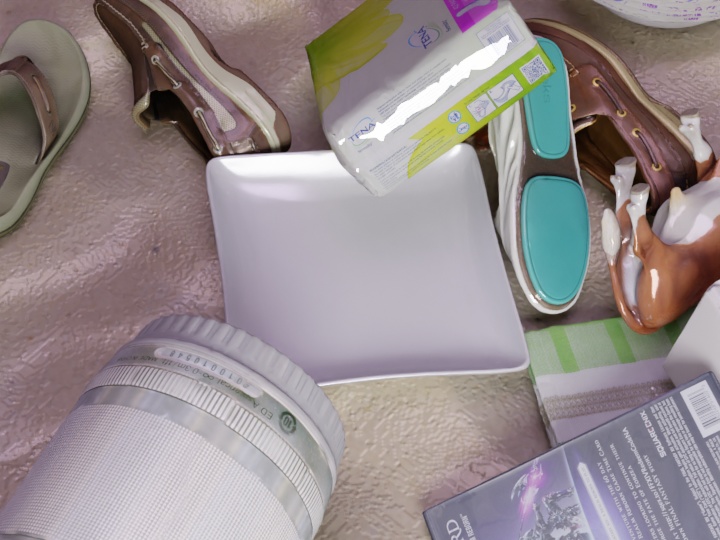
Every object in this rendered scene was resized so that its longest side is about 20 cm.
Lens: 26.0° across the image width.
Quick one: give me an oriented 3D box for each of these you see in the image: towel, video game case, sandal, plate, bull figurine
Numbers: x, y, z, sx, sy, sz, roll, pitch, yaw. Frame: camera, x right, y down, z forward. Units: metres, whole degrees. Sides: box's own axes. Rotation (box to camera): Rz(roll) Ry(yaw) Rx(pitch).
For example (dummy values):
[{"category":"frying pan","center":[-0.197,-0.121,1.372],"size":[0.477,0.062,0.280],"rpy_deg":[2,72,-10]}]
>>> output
[{"category":"towel","center":[0.194,0.114,1.004],"size":[0.148,0.031,0.201],"rpy_deg":[-6,51,-9]},{"category":"video game case","center":[0.149,0.162,0.922],"size":[0.199,0.019,0.144],"rpy_deg":[-27,55,8]},{"category":"sandal","center":[-0.250,-0.111,1.140],"size":[0.079,0.058,0.202],"rpy_deg":[8,53,5]},{"category":"plate","center":[0.000,0.000,1.072],"size":[0.198,0.032,0.201],"rpy_deg":[-4,54,-10]},{"category":"bull figurine","center":[0.236,-0.042,1.057],"size":[0.200,0.122,0.065],"rpy_deg":[-39,28,-31]}]

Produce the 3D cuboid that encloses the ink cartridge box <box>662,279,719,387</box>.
[{"category":"ink cartridge box","center":[0.303,0.096,0.960],"size":[0.145,0.083,0.201],"rpy_deg":[-10,54,-26]}]

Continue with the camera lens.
[{"category":"camera lens","center":[-0.114,0.146,0.884],"size":[0.159,0.161,0.201],"rpy_deg":[21,55,14]}]

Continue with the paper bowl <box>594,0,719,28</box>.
[{"category":"paper bowl","center":[0.246,-0.274,1.245],"size":[0.199,0.105,0.202],"rpy_deg":[0,54,-1]}]

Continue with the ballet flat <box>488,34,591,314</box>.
[{"category":"ballet flat","center":[0.120,-0.064,1.101],"size":[0.069,0.069,0.202],"rpy_deg":[-3,77,-3]}]

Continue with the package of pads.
[{"category":"package of pads","center":[0.039,-0.147,1.088],"size":[0.154,0.068,0.200],"rpy_deg":[-36,25,10]}]

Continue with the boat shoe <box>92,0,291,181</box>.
[{"category":"boat shoe","center":[-0.143,-0.140,1.157],"size":[0.075,0.075,0.202],"rpy_deg":[-39,63,-20]}]

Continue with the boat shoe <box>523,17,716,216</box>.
[{"category":"boat shoe","center":[0.167,-0.113,1.137],"size":[0.067,0.072,0.200],"rpy_deg":[-28,60,-34]}]
